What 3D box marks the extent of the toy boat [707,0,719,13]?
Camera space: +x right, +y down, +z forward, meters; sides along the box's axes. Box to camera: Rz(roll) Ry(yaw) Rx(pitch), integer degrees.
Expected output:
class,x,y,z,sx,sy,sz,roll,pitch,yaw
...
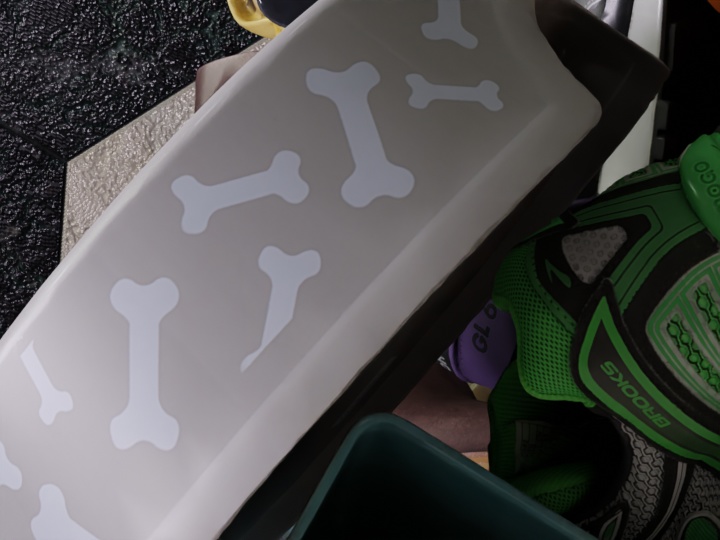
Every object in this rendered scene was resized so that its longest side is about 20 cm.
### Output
class,x,y,z,sx,sy,sz,roll,pitch,yaw
toy boat,0.135,-0.060,0.545,0.131,0.131,0.200,-56,6,25

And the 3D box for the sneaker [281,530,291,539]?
class,x,y,z,sx,sy,sz,roll,pitch,yaw
sneaker,0.020,0.054,0.894,0.200,0.096,0.079,-26,18,-35

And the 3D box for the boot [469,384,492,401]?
class,x,y,z,sx,sy,sz,roll,pitch,yaw
boot,0.041,0.117,0.777,0.200,0.073,0.155,-60,4,7

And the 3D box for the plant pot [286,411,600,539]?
class,x,y,z,sx,sy,sz,roll,pitch,yaw
plant pot,0.018,0.137,0.546,0.142,0.141,0.200,-60,0,-11

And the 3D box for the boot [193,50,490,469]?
class,x,y,z,sx,sy,sz,roll,pitch,yaw
boot,0.000,0.000,0.764,0.200,0.072,0.167,-1,72,40

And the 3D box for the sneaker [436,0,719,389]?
class,x,y,z,sx,sy,sz,roll,pitch,yaw
sneaker,0.057,-0.063,0.611,0.076,0.087,0.201,8,-85,-58

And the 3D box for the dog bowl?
class,x,y,z,sx,sy,sz,roll,pitch,yaw
dog bowl,-0.018,0.011,0.507,0.200,0.059,0.200,-47,-5,-6

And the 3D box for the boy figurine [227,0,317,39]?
class,x,y,z,sx,sy,sz,roll,pitch,yaw
boy figurine,-0.018,-0.133,0.969,0.200,0.064,0.125,-147,64,-80

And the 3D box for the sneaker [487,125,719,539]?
class,x,y,z,sx,sy,sz,roll,pitch,yaw
sneaker,0.069,0.038,0.538,0.200,0.085,0.078,75,176,-53
